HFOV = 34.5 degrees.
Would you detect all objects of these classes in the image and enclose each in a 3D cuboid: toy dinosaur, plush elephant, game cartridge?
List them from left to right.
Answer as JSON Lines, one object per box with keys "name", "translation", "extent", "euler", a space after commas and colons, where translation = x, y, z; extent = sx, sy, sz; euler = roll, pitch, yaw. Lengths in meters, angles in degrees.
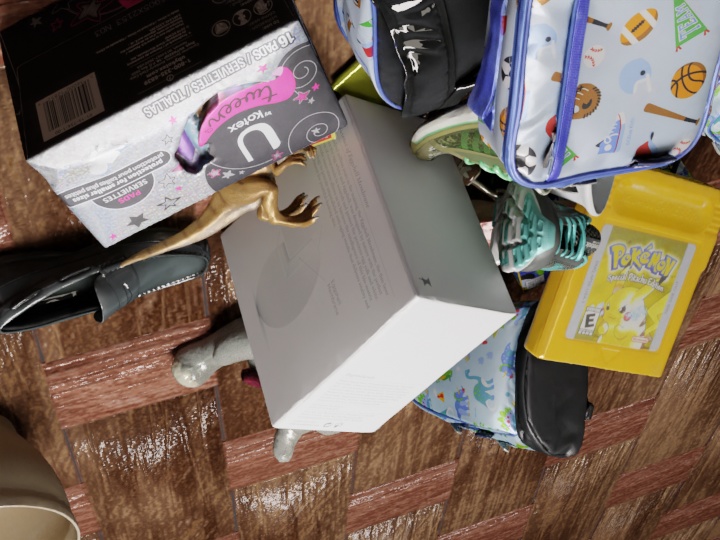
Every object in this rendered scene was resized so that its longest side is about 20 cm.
{"name": "toy dinosaur", "translation": [-0.092, -0.063, 0.916], "extent": [0.105, 0.061, 0.201], "euler": [30, 117, -23]}
{"name": "plush elephant", "translation": [-0.059, 0.112, 1.158], "extent": [0.199, 0.156, 0.164], "euler": [-39, 144, 23]}
{"name": "game cartridge", "translation": [0.264, 0.000, 1.132], "extent": [0.174, 0.032, 0.203], "euler": [10, 107, -31]}

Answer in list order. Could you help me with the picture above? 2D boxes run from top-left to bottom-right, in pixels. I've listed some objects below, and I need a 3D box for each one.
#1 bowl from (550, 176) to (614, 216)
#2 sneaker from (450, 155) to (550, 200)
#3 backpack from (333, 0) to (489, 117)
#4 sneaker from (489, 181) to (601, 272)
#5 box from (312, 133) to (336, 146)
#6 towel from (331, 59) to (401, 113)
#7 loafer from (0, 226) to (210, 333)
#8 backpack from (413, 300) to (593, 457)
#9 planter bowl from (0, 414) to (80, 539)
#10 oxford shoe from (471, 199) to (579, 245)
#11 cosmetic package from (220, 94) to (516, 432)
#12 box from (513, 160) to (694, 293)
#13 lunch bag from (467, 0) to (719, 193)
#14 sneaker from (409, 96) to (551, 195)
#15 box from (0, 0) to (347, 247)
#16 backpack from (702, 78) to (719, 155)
{"name": "bowl", "translation": [0.168, -0.151, 0.958], "extent": [0.089, 0.204, 0.202], "euler": [10, 152, 18]}
{"name": "sneaker", "translation": [0.142, -0.089, 1.084], "extent": [0.198, 0.076, 0.071], "euler": [9, 134, -39]}
{"name": "backpack", "translation": [0.059, -0.209, 0.797], "extent": [0.197, 0.155, 0.192], "euler": [-16, 143, -13]}
{"name": "sneaker", "translation": [0.159, -0.034, 0.969], "extent": [0.089, 0.079, 0.200], "euler": [6, -175, 2]}
{"name": "box", "translation": [-0.122, -0.107, 0.916], "extent": [0.197, 0.051, 0.076], "euler": [-22, 146, -5]}
{"name": "towel", "translation": [0.070, -0.199, 0.946], "extent": [0.199, 0.018, 0.086], "euler": [-39, 139, 21]}
{"name": "loafer", "translation": [-0.222, 0.013, 0.998], "extent": [0.197, 0.071, 0.069], "euler": [-11, 145, -19]}
{"name": "backpack", "translation": [0.139, 0.104, 1.245], "extent": [0.151, 0.167, 0.199], "euler": [4, -177, -25]}
{"name": "planter bowl", "translation": [-0.384, 0.224, 1.125], "extent": [0.197, 0.136, 0.202], "euler": [-17, 145, -12]}
{"name": "oxford shoe", "translation": [0.143, -0.047, 1.130], "extent": [0.196, 0.074, 0.072], "euler": [-6, 127, -6]}
{"name": "cosmetic package", "translation": [0.000, 0.000, 0.989], "extent": [0.121, 0.202, 0.200], "euler": [8, 141, -39]}
{"name": "box", "translation": [0.239, -0.058, 1.192], "extent": [0.197, 0.071, 0.065], "euler": [-25, 145, 0]}
{"name": "lunch bag", "translation": [0.149, -0.145, 0.723], "extent": [0.157, 0.076, 0.203], "euler": [-10, 127, -16]}
{"name": "sneaker", "translation": [0.110, -0.093, 0.878], "extent": [0.076, 0.090, 0.199], "euler": [-29, -171, -30]}
{"name": "box", "translation": [-0.128, -0.130, 0.806], "extent": [0.198, 0.133, 0.115], "euler": [-27, 145, 4]}
{"name": "backpack", "translation": [0.353, -0.185, 1.049], "extent": [0.198, 0.156, 0.163], "euler": [26, 130, -34]}
